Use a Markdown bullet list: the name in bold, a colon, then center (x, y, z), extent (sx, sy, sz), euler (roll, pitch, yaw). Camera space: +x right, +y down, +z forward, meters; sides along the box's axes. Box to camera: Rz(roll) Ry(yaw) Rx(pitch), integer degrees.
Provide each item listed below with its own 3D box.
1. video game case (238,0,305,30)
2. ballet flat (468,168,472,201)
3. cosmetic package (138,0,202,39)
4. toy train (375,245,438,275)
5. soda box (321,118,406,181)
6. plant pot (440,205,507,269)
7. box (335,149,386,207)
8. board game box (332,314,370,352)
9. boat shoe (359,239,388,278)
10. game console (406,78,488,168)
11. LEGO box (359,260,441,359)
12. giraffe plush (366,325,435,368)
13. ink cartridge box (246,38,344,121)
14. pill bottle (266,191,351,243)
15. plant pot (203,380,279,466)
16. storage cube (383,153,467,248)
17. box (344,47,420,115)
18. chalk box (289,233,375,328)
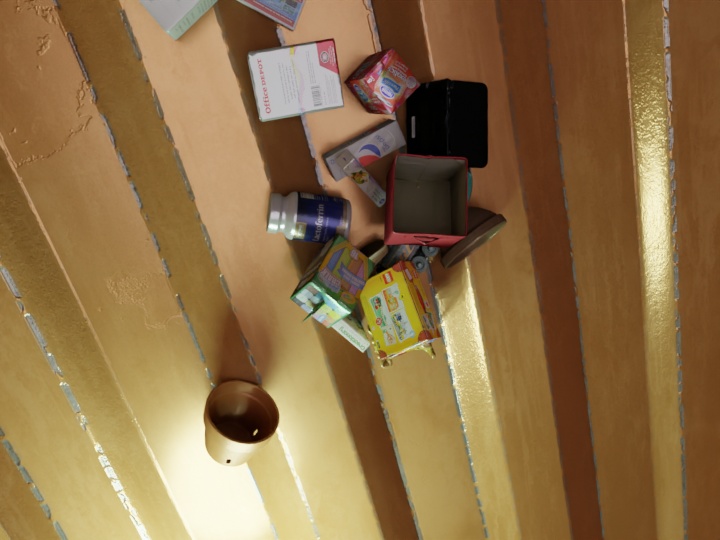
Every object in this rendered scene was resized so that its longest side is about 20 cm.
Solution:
- **video game case**: center (-0.172, -0.659, 1.171), extent (0.141, 0.017, 0.203), euler (21, 102, -19)
- **ballet flat**: center (0.251, -0.258, 1.371), extent (0.069, 0.065, 0.205), euler (0, 101, -5)
- **cosmetic package**: center (-0.366, -0.602, 1.065), extent (0.200, 0.167, 0.168), euler (-43, 112, 2)
- **toy train**: center (0.125, -0.042, 1.413), extent (0.113, 0.085, 0.202), euler (33, 102, -7)
- **soda box**: center (0.008, -0.295, 1.305), extent (0.197, 0.068, 0.064), euler (-29, 112, -3)
- **plant pot**: center (0.274, -0.099, 1.390), extent (0.199, 0.201, 0.093), euler (-37, 79, 1)
- **box**: center (0.008, -0.218, 1.288), extent (0.039, 0.042, 0.199), euler (-41, 148, 8)
- **board game box**: center (-0.063, 0.117, 1.393), extent (0.035, 0.126, 0.199), euler (-45, 111, 6)
- **boat shoe**: center (0.000, 0.000, 1.403), extent (0.199, 0.074, 0.066), euler (-38, 116, 12)
- **game console**: center (0.211, -0.352, 1.312), extent (0.115, 0.173, 0.205), euler (-7, 97, -55)
- **LEGO box**: center (0.092, 0.100, 1.334), extent (0.147, 0.077, 0.204), euler (-27, 74, 31)
- **giraffe plush**: center (0.102, 0.177, 1.456), extent (0.159, 0.175, 0.201), euler (-20, 146, 5)
- **ink cartridge box**: center (-0.148, -0.432, 1.215), extent (0.195, 0.083, 0.149), euler (-12, 111, -9)
- **pill bottle**: center (-0.127, -0.129, 1.304), extent (0.195, 0.116, 0.118), euler (6, 107, -14)
- **plant pot**: center (-0.327, 0.414, 1.409), extent (0.196, 0.202, 0.142), euler (17, 122, -18)
- **storage cube**: center (0.146, -0.153, 1.247), extent (0.167, 0.180, 0.205), euler (2, 84, -3)
- **box**: center (0.043, -0.420, 1.200), extent (0.095, 0.200, 0.100), euler (-43, 112, 2)
- **chalk box**: center (-0.073, 0.042, 1.255), extent (0.123, 0.124, 0.202), euler (37, 54, -15)
